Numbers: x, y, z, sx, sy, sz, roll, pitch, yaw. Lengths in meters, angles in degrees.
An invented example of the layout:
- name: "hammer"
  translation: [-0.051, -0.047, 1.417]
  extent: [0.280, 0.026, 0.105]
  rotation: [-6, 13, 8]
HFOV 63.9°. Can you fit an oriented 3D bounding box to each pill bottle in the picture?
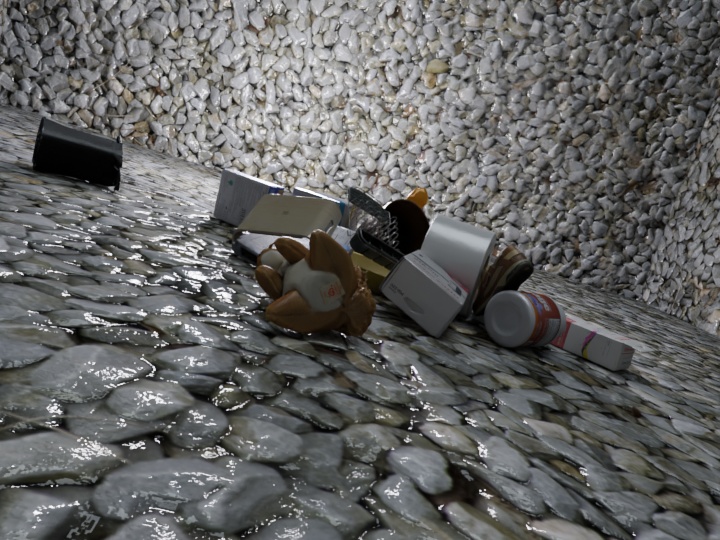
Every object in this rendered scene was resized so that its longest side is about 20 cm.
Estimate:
- name: "pill bottle"
  translation: [0.352, 0.102, 1.206]
  extent: [0.111, 0.114, 0.198]
  rotation: [25, 12, 40]

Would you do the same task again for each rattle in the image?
- name: "rattle"
  translation: [0.126, -0.136, 1.741]
  extent: [0.128, 0.202, 0.144]
  rotation: [11, 47, 11]

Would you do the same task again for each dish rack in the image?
- name: "dish rack"
  translation: [0.033, -0.105, 1.314]
  extent: [0.152, 0.054, 0.203]
  rotation: [30, 42, -37]

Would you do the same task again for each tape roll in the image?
- name: "tape roll"
  translation: [0.214, -0.010, 1.319]
  extent: [0.137, 0.206, 0.202]
  rotation: [19, 10, 17]

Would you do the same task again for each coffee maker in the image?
- name: "coffee maker"
  translation: [-0.718, -0.299, 1.472]
  extent: [0.197, 0.137, 0.191]
  rotation: [10, 12, -34]

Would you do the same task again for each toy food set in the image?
- name: "toy food set"
  translation: [-0.151, -0.093, 1.197]
  extent: [0.196, 0.061, 0.144]
  rotation: [6, 38, 16]

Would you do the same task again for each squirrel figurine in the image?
- name: "squirrel figurine"
  translation: [-0.075, 0.027, 0.896]
  extent: [0.198, 0.144, 0.186]
  rotation: [28, -8, -30]

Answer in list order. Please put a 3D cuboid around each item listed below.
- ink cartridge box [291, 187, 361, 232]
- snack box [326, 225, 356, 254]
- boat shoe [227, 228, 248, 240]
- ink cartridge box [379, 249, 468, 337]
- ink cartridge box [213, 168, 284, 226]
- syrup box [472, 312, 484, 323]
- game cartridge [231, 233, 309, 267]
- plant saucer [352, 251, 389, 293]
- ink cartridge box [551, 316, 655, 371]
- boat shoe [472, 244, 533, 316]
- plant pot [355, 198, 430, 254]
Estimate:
- name: "ink cartridge box"
  translation: [-0.105, -0.141, 1.648]
  extent: [0.145, 0.149, 0.200]
  rotation: [19, 10, 17]
- name: "snack box"
  translation: [-0.062, -0.035, 1.238]
  extent: [0.071, 0.025, 0.201]
  rotation: [19, 36, 8]
- name: "boat shoe"
  translation: [-0.248, -0.097, 1.385]
  extent: [0.071, 0.066, 0.199]
  rotation: [22, 11, 21]
- name: "ink cartridge box"
  translation: [0.130, 0.039, 1.133]
  extent: [0.145, 0.085, 0.200]
  rotation: [40, 15, 7]
- name: "ink cartridge box"
  translation: [-0.290, -0.179, 1.557]
  extent: [0.198, 0.139, 0.076]
  rotation: [22, 14, 25]
- name: "syrup box"
  translation: [0.323, 0.078, 1.388]
  extent: [0.078, 0.083, 0.200]
  rotation: [21, 11, 11]
- name: "game cartridge"
  translation: [-0.157, -0.038, 1.175]
  extent: [0.132, 0.042, 0.199]
  rotation: [-16, 29, -38]
- name: "plant saucer"
  translation: [0.000, 0.000, 1.344]
  extent: [0.197, 0.049, 0.200]
  rotation: [20, 10, 10]
- name: "ink cartridge box"
  translation: [0.545, 0.171, 1.307]
  extent: [0.198, 0.069, 0.115]
  rotation: [24, 12, 40]
- name: "boat shoe"
  translation: [0.291, 0.022, 1.217]
  extent: [0.075, 0.201, 0.075]
  rotation: [-10, 59, -28]
- name: "plant pot"
  translation: [0.066, -0.087, 1.615]
  extent: [0.184, 0.191, 0.199]
  rotation: [11, -12, -33]
